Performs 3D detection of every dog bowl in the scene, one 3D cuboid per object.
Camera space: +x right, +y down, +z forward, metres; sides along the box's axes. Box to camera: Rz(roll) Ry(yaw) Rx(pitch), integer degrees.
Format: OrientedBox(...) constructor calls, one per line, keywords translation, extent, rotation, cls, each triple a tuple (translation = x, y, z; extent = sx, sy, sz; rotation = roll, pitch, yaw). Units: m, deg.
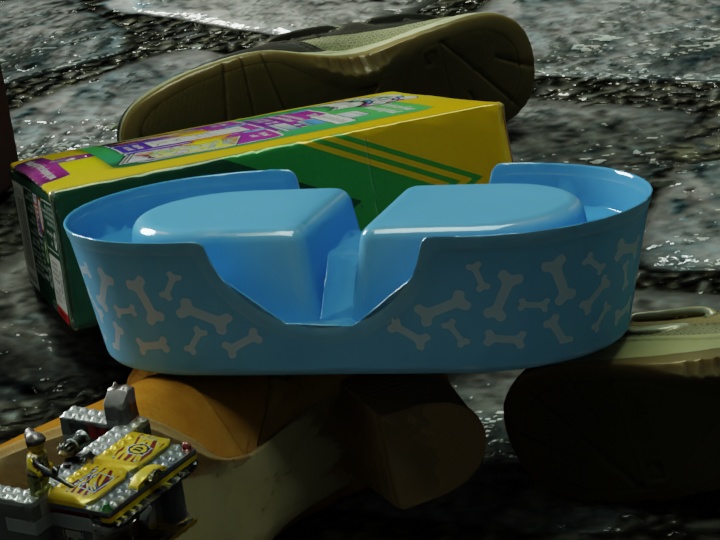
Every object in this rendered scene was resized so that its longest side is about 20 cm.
OrientedBox(translation=(0.000, 0.000, 0.982), extent=(0.200, 0.050, 0.111), rotation=(-2, 13, 15), cls="dog bowl")

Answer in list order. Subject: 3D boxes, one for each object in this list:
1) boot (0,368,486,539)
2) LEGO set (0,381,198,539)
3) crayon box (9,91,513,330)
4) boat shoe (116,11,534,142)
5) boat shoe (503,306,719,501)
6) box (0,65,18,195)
OrientedBox(translation=(-0.066, 0.060, 1.009), extent=(0.201, 0.071, 0.144), rotation=(-12, 16, -18), cls="boot")
OrientedBox(translation=(-0.069, 0.109, 0.801), extent=(0.154, 0.116, 0.200), rotation=(11, 29, 40), cls="LEGO set")
OrientedBox(translation=(-0.043, -0.027, 1.155), extent=(0.172, 0.058, 0.200), rotation=(-11, 7, -10), cls="crayon box")
OrientedBox(translation=(-0.020, -0.073, 1.316), extent=(0.201, 0.072, 0.066), rotation=(-17, 13, -21), cls="boat shoe")
OrientedBox(translation=(0.148, 0.041, 0.965), extent=(0.201, 0.073, 0.063), rotation=(-4, 25, 29), cls="boat shoe")
OrientedBox(translation=(-0.287, -0.087, 1.304), extent=(0.200, 0.164, 0.166), rotation=(2, 23, 23), cls="box")
